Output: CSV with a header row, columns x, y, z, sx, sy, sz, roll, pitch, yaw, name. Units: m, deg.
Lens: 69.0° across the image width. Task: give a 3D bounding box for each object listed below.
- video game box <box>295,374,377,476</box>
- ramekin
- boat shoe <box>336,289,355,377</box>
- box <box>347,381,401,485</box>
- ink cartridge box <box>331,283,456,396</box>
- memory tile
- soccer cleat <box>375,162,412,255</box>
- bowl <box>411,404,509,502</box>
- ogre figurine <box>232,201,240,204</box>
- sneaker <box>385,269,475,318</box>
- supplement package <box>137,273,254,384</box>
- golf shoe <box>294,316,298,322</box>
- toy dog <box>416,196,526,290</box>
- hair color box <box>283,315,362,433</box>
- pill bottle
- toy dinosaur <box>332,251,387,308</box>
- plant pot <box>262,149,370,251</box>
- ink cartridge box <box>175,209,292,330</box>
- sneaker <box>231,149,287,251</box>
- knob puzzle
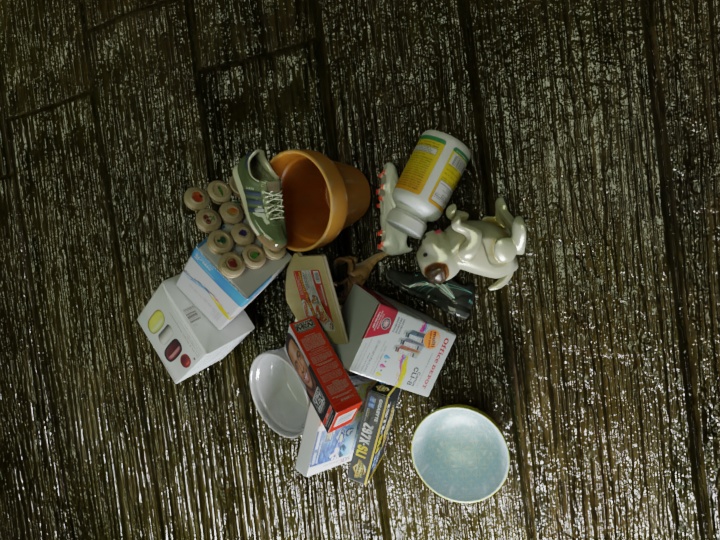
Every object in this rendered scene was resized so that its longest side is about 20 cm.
x,y,z,sx,sy,sz,roll,pitch,yaw,name
-0.046,0.335,1.158,0.047,0.181,0.202,21,102,36,video game box
-0.152,0.266,1.200,0.199,0.105,0.202,13,110,37,ramekin
-0.048,0.145,1.199,0.067,0.072,0.202,-2,94,20,boat shoe
0.037,0.335,1.141,0.049,0.160,0.202,16,99,17,box
0.061,0.141,1.070,0.199,0.144,0.146,23,94,-27,ink cartridge box
-0.245,-0.093,1.041,0.201,0.153,0.017,60,142,8,memory tile
0.076,-0.133,1.144,0.077,0.069,0.202,0,88,-10,soccer cleat
0.215,0.369,1.111,0.198,0.108,0.202,2,96,18,bowl
-0.245,-0.072,1.240,0.119,0.098,0.202,-13,75,37,ogre figurine
0.152,0.033,1.133,0.198,0.075,0.080,23,88,9,sneaker
-0.391,0.125,1.237,0.200,0.147,0.192,-40,82,43,supplement package
-0.124,0.108,1.181,0.091,0.075,0.201,-34,47,8,golf shoe
0.210,-0.044,1.058,0.198,0.140,0.195,-11,129,-1,toy dog
-0.078,0.201,1.026,0.201,0.061,0.102,57,149,27,hair color box
0.133,-0.171,1.069,0.112,0.113,0.201,26,88,14,pill bottle
0.000,0.000,1.180,0.106,0.060,0.200,38,79,15,toy dinosaur
-0.079,-0.154,1.111,0.199,0.183,0.202,10,107,35,plant pot
-0.273,0.003,1.115,0.146,0.147,0.200,46,142,-4,ink cartridge box
-0.186,-0.145,1.032,0.090,0.067,0.202,-35,76,43,sneaker
-0.096,0.057,1.074,0.219,0.030,0.222,31,131,43,knob puzzle
